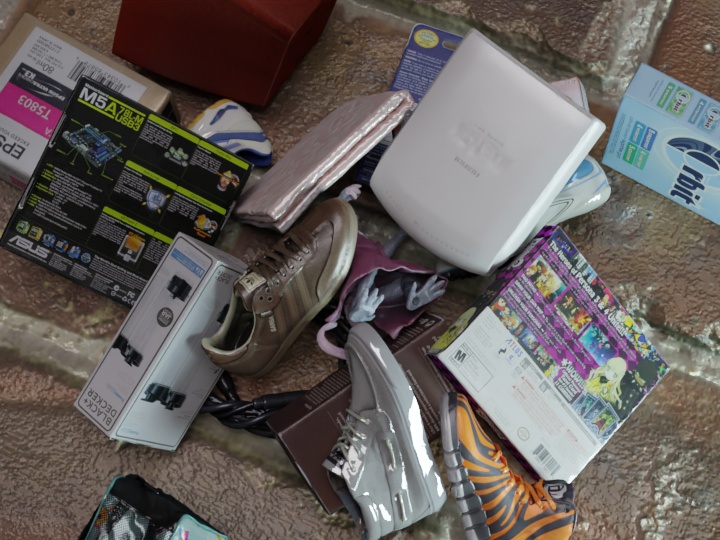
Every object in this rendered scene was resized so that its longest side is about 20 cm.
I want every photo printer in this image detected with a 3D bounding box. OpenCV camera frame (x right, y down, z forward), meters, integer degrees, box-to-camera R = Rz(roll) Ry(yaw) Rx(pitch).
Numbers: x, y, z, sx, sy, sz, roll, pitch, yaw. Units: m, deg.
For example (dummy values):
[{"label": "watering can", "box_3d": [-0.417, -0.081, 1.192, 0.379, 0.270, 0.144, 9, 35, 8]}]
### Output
[{"label": "photo printer", "box_3d": [0.115, -0.108, 1.320, 0.166, 0.069, 0.201, 39, 101, 12]}]

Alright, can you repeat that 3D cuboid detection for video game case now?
[{"label": "video game case", "box_3d": [0.189, 0.089, 1.336, 0.181, 0.036, 0.200, -46, 108, -13]}]

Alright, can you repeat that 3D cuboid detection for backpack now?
[{"label": "backpack", "box_3d": [-0.207, 0.314, 1.251, 0.153, 0.176, 0.201, 32, 79, 16]}]

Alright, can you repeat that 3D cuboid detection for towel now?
[{"label": "towel", "box_3d": [-0.043, -0.113, 1.389, 0.191, 0.200, 0.032, -44, 105, -10]}]

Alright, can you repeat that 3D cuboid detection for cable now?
[{"label": "cable", "box_3d": [-0.089, 0.090, 1.389, 0.198, 0.051, 0.164, 21, 73, 8]}]

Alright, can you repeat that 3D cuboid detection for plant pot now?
[{"label": "plant pot", "box_3d": [-0.127, -0.297, 1.439, 0.176, 0.200, 0.201, 35, 59, 1]}]

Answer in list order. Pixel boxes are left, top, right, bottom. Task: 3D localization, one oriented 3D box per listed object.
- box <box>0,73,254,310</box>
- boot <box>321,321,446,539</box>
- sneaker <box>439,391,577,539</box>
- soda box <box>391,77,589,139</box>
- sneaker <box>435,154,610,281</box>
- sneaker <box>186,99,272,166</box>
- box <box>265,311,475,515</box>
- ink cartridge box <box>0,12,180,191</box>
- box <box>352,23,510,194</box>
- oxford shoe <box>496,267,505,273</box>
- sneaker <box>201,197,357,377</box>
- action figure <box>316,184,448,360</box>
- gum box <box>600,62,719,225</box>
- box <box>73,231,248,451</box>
[{"label": "box", "box_3d": [-0.238, -0.069, 1.385, 0.199, 0.047, 0.194, 26, 91, -15]}, {"label": "boot", "box_3d": [0.006, 0.156, 1.262, 0.095, 0.073, 0.202, -26, 103, -18]}, {"label": "sneaker", "box_3d": [0.144, 0.200, 1.295, 0.111, 0.078, 0.202, -15, 107, 8]}, {"label": "soda box", "box_3d": [0.135, -0.143, 1.387, 0.198, 0.068, 0.064, -10, 87, 16]}, {"label": "sneaker", "box_3d": [0.158, -0.054, 1.381, 0.199, 0.072, 0.073, -33, 78, 11]}, {"label": "sneaker", "box_3d": [-0.181, -0.095, 1.443, 0.200, 0.075, 0.088, -43, 75, -11]}, {"label": "box", "box_3d": [0.017, 0.139, 1.339, 0.199, 0.075, 0.101, -34, 103, -11]}, {"label": "ink cartridge box", "box_3d": [-0.323, -0.160, 1.470, 0.199, 0.075, 0.166, 28, 73, 10]}, {"label": "box", "box_3d": [0.082, -0.164, 1.479, 0.120, 0.032, 0.202, 19, 75, 8]}, {"label": "oxford shoe", "box_3d": [0.169, -0.093, 1.443, 0.074, 0.058, 0.202, 1, 86, 4]}, {"label": "sneaker", "box_3d": [-0.077, 0.015, 1.288, 0.070, 0.075, 0.201, 40, 104, 40]}, {"label": "action figure", "box_3d": [0.000, 0.000, 1.381, 0.150, 0.133, 0.200, -58, 36, 5]}, {"label": "gum box", "box_3d": [0.352, -0.113, 1.381, 0.199, 0.170, 0.045, 29, 75, 11]}, {"label": "box", "box_3d": [-0.181, 0.073, 1.329, 0.060, 0.116, 0.201, 33, 94, 29]}]
